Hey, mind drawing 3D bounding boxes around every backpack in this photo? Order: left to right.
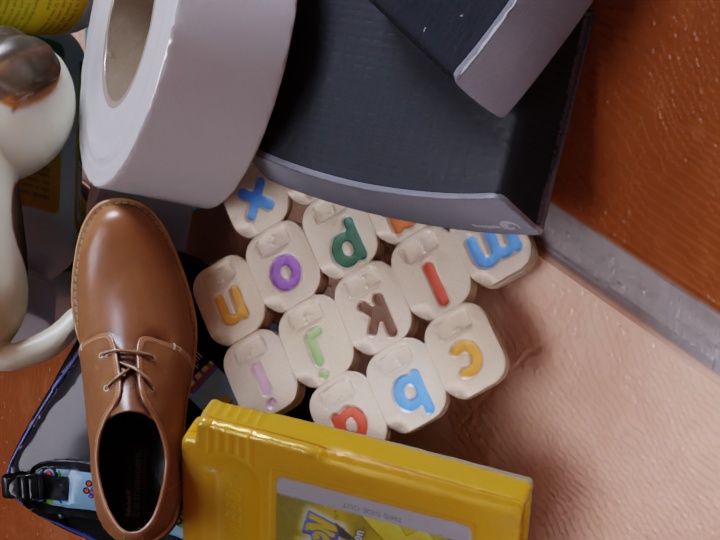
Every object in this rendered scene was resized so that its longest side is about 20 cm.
[{"bbox_3d":[-0.093,0.102,1.330,0.183,0.200,0.135,-60,3,8],"label":"backpack"}]

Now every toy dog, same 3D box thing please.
[{"bbox_3d":[-0.241,-0.053,1.278,0.193,0.140,0.201,17,75,10],"label":"toy dog"}]

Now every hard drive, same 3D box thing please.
[{"bbox_3d":[0.025,-0.097,1.168,0.200,0.042,0.135,13,89,40],"label":"hard drive"},{"bbox_3d":[0.078,-0.194,1.073,0.135,0.042,0.200,48,115,34],"label":"hard drive"}]

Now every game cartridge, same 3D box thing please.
[{"bbox_3d":[-0.006,0.167,1.221,0.199,0.032,0.177,12,127,13],"label":"game cartridge"}]

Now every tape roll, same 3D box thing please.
[{"bbox_3d":[-0.103,-0.140,1.248,0.202,0.071,0.203,-170,90,-69],"label":"tape roll"}]

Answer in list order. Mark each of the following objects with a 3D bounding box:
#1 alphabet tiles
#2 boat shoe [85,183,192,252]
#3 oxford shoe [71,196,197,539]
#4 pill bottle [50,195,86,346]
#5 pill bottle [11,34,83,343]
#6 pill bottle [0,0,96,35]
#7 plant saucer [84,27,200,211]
[{"bbox_3d":[0.000,0.000,1.218,0.200,0.015,0.196,-31,70,18],"label":"alphabet tiles"},{"bbox_3d":[-0.151,-0.016,1.412,0.065,0.073,0.200,56,155,39],"label":"boat shoe"},{"bbox_3d":[-0.126,0.055,1.214,0.071,0.071,0.201,114,150,-85],"label":"oxford shoe"},{"bbox_3d":[-0.256,-0.045,1.540,0.113,0.112,0.201,-45,63,47],"label":"pill bottle"},{"bbox_3d":[-0.241,-0.057,1.417,0.113,0.112,0.201,-27,59,52],"label":"pill bottle"},{"bbox_3d":[-0.223,-0.198,1.341,0.104,0.199,0.105,9,102,52],"label":"pill bottle"},{"bbox_3d":[-0.118,-0.139,1.408,0.200,0.027,0.201,18,113,49],"label":"plant saucer"}]
